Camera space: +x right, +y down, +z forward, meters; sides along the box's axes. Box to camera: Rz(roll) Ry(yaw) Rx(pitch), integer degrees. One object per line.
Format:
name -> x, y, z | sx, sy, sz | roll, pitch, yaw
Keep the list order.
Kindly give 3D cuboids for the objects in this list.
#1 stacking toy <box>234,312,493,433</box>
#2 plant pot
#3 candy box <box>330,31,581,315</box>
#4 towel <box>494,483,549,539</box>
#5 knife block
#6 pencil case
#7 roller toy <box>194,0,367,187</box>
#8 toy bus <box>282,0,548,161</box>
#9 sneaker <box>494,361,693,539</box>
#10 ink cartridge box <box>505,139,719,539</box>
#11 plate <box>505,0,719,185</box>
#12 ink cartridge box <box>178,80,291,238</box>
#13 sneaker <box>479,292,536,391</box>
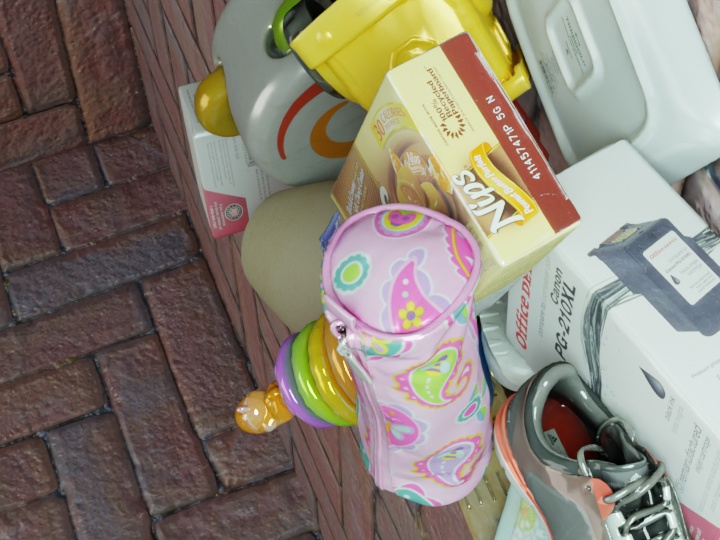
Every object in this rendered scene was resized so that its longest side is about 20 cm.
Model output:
stacking toy -> -0.016, 0.071, 0.923 | 0.199, 0.115, 0.111 | -27, 69, 36
plant pot -> 0.000, 0.000, 1.080 | 0.199, 0.187, 0.189 | 18, 131, 41
candy box -> 0.045, -0.036, 0.752 | 0.116, 0.055, 0.200 | 60, 165, 8
towel -> 0.159, 0.209, 0.864 | 0.171, 0.048, 0.202 | 34, 126, 40
knife block -> 0.110, 0.140, 1.023 | 0.176, 0.063, 0.202 | -60, -53, -76
pencil case -> 0.027, 0.050, 0.712 | 0.201, 0.087, 0.088 | 77, 168, -56
roller toy -> -0.030, -0.173, 1.130 | 0.200, 0.181, 0.141 | -53, 48, 37
toy bus -> 0.059, -0.145, 0.922 | 0.192, 0.135, 0.200 | 50, -163, -11
sneaker -> 0.137, 0.135, 0.701 | 0.201, 0.077, 0.082 | 55, 157, 23
ink cartridge box -> 0.169, 0.050, 0.746 | 0.201, 0.084, 0.145 | 54, 162, 32
plate -> 0.138, -0.138, 0.797 | 0.200, 0.032, 0.202 | 130, 121, -76
ink cartridge box -> -0.071, -0.133, 1.342 | 0.147, 0.198, 0.085 | 85, 167, -48
sneaker -> 0.118, 0.039, 0.929 | 0.200, 0.075, 0.081 | -71, -13, -63
